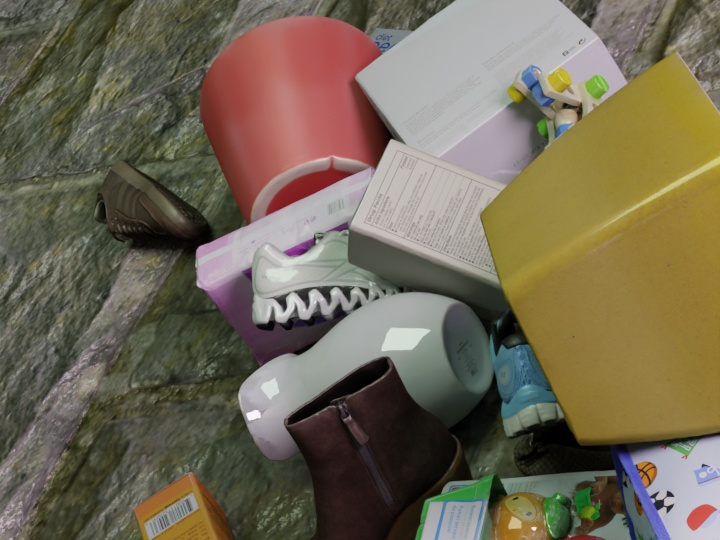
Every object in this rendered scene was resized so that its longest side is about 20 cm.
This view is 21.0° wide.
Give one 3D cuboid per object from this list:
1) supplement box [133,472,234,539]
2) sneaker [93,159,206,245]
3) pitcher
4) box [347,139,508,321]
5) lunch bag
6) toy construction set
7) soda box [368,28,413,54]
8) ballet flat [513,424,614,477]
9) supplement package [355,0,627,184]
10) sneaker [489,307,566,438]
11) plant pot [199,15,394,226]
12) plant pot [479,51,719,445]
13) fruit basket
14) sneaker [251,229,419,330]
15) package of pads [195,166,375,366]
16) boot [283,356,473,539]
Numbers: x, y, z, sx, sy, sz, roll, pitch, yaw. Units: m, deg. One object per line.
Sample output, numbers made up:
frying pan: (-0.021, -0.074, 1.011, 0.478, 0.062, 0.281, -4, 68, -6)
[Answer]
supplement box: (-0.129, 0.258, 1.606, 0.069, 0.067, 0.200, -31, 35, 3)
sneaker: (-0.228, -0.055, 2.081, 0.076, 0.070, 0.200, -58, 32, 3)
pitcher: (0.018, 0.080, 1.653, 0.199, 0.122, 0.172, -19, 16, 32)
box: (0.096, -0.022, 1.618, 0.199, 0.078, 0.095, 23, 68, 8)
lunch bag: (0.272, 0.177, 1.269, 0.169, 0.124, 0.200, -20, 29, -1)
toy construction set: (0.221, -0.099, 1.632, 0.092, 0.199, 0.132, -56, 32, 41)
soda box: (0.075, -0.195, 1.960, 0.199, 0.064, 0.068, 13, 58, 49)
ballet flat: (0.205, 0.120, 1.483, 0.199, 0.046, 0.068, -16, 38, 28)
supplement package: (0.133, -0.143, 1.769, 0.191, 0.147, 0.200, -36, 34, 2)
sneaker: (0.141, 0.067, 1.513, 0.078, 0.091, 0.200, -16, 3, 7)
plant pot: (-0.049, -0.114, 1.880, 0.200, 0.201, 0.178, -28, 45, 13)
plant pot: (0.192, 0.003, 1.315, 0.176, 0.201, 0.200, -26, 23, 8)
fruit basket: (0.130, 0.214, 1.401, 0.199, 0.094, 0.186, -10, 42, 29)
sneaker: (0.000, 0.000, 1.697, 0.199, 0.075, 0.082, -8, 81, -4)
package of pads: (-0.042, -0.004, 1.787, 0.199, 0.121, 0.076, -25, 36, 18)
boot: (-0.020, 0.168, 1.521, 0.199, 0.167, 0.072, -33, 34, 5)
